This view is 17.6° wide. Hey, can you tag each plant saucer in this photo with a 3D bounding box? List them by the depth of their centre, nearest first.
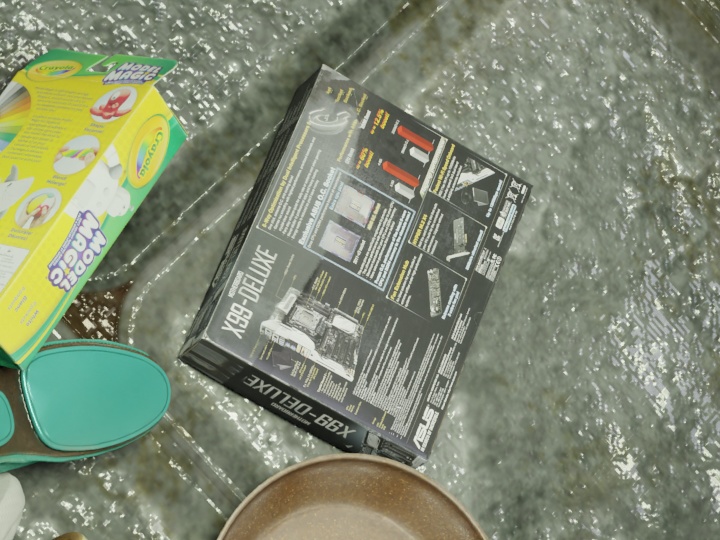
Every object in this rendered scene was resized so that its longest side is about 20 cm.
[{"bbox_3d":[-0.006,0.209,1.353,0.199,0.037,0.202,7,71,-22],"label":"plant saucer"}]

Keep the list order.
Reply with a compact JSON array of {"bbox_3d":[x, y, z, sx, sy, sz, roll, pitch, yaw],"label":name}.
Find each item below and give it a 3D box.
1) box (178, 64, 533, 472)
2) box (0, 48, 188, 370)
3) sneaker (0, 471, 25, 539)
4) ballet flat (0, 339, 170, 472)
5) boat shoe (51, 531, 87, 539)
[{"bbox_3d":[0.000,0.000,1.409,0.157,0.050,0.201,28,65,-14],"label":"box"},{"bbox_3d":[-0.183,-0.042,1.303,0.201,0.117,0.048,-59,136,-24],"label":"box"},{"bbox_3d":[-0.238,0.195,1.243,0.200,0.075,0.089,-55,134,-40],"label":"sneaker"},{"bbox_3d":[-0.199,0.081,1.281,0.199,0.070,0.068,-13,89,-42],"label":"ballet flat"},{"bbox_3d":[-0.183,0.239,1.251,0.064,0.071,0.201,35,65,-25],"label":"boat shoe"}]
